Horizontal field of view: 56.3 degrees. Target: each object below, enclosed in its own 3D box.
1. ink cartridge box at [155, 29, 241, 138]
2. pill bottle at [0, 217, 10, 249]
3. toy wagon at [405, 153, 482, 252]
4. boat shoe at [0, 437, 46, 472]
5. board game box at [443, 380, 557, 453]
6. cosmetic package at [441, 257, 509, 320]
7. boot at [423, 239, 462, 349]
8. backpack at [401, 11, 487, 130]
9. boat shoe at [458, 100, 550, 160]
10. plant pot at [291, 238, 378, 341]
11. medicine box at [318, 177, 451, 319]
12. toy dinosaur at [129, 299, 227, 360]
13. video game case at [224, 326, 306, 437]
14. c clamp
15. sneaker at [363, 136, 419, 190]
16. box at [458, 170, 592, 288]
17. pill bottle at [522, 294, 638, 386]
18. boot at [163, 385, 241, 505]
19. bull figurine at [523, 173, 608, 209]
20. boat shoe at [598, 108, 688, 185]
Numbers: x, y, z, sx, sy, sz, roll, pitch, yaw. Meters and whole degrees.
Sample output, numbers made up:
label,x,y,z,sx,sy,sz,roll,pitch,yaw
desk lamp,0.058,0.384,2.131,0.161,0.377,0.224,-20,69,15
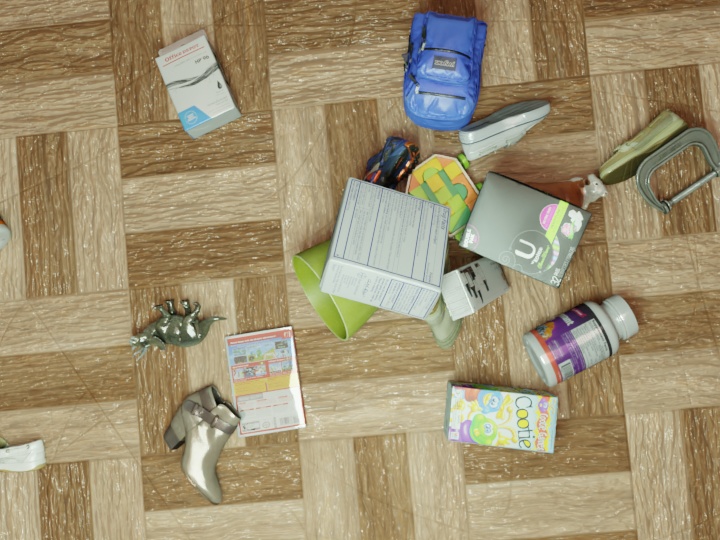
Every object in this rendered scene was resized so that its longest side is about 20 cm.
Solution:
label,x,y,z,sx,sy,sz,roll,pitch,yaw
ink cartridge box,-0.335,-0.389,1.363,0.114,0.068,0.203,-24,86,1
pill bottle,-0.807,-0.124,1.351,0.109,0.110,0.201,-39,87,0
toy wagon,0.179,-0.131,1.344,0.154,0.040,0.202,-33,86,1
boat shoe,-0.733,0.367,1.350,0.195,0.071,0.071,-2,86,-6
board game box,0.265,0.277,1.291,0.195,0.105,0.105,6,87,2
cosmetic package,0.215,0.026,1.259,0.050,0.199,0.084,-22,89,32
boot,0.152,0.032,1.299,0.071,0.155,0.203,-6,54,23
backpack,0.153,-0.381,1.296,0.159,0.168,0.205,9,92,9
boat shoe,0.287,-0.279,1.339,0.196,0.074,0.068,-20,120,-6
plant pot,0.000,0.000,1.292,0.198,0.187,0.189,-33,86,-17
medicine box,0.046,-0.038,1.171,0.196,0.104,0.185,16,55,-5
toy dinosaur,-0.360,0.114,1.351,0.195,0.077,0.105,-4,99,-3
video game case,-0.191,0.224,1.356,0.140,0.017,0.205,-9,87,2
c clamp,0.640,-0.181,1.311,0.197,0.027,0.173,-28,107,4
sneaker,0.036,-0.181,1.343,0.201,0.075,0.079,-50,50,9
box,0.300,-0.080,1.245,0.197,0.124,0.151,24,102,9
pill bottle,0.422,0.128,1.287,0.197,0.111,0.113,-27,87,1
boot,-0.293,0.337,1.328,0.146,0.070,0.201,-41,84,2
bull figurine,0.383,-0.126,1.322,0.195,0.065,0.124,0,94,7
boat shoe,0.545,-0.243,1.323,0.199,0.073,0.064,-36,60,2
